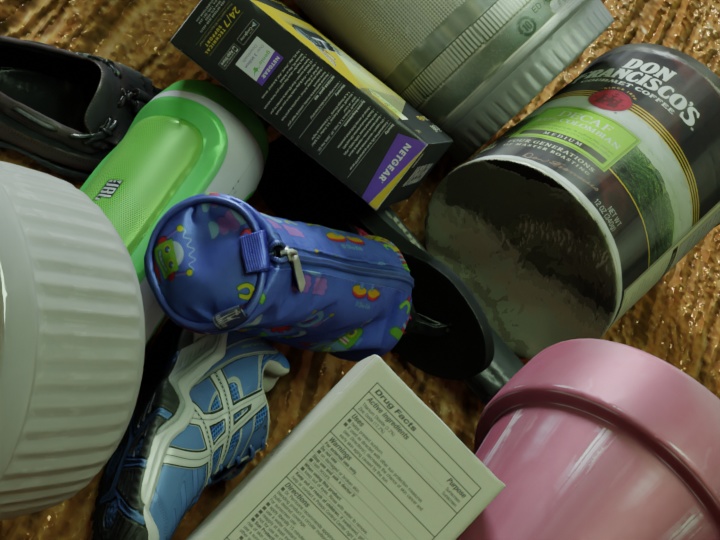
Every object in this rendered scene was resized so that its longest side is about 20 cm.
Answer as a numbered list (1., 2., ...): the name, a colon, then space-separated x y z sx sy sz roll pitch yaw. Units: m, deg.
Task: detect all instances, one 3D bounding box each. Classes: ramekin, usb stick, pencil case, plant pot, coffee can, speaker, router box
1. ramekin: -0.199 0.035 1.078 0.105 0.200 0.201 3 59 -45
2. usb stick: 0.036 0.005 1.375 0.200 0.033 0.055 50 25 3
3. pencil case: -0.039 0.006 1.211 0.200 0.087 0.078 15 71 -61
4. plant pot: 0.122 0.170 1.233 0.200 0.200 0.179 48 58 0
5. coffee can: 0.157 -0.048 1.424 0.146 0.146 0.200 50 46 2
6. speaker: -0.131 -0.018 1.218 0.088 0.088 0.200 38 56 -9
7. router box: -0.024 -0.108 1.306 0.157 0.052 0.200 39 7 2

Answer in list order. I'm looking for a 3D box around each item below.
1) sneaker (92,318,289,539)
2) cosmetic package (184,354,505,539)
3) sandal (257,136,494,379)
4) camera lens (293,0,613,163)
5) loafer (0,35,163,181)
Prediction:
1. sneaker: -0.092 0.095 1.194 0.077 0.076 0.200 33 46 -14
2. cosmetic package: -0.030 0.152 1.138 0.200 0.073 0.104 -44 92 -11
3. sandal: 0.000 0.000 1.331 0.200 0.075 0.045 45 39 7
4. camera lens: 0.053 -0.194 1.433 0.200 0.160 0.160 47 45 -1
5. loafer: -0.179 -0.101 1.269 0.199 0.063 0.072 10 58 -31
